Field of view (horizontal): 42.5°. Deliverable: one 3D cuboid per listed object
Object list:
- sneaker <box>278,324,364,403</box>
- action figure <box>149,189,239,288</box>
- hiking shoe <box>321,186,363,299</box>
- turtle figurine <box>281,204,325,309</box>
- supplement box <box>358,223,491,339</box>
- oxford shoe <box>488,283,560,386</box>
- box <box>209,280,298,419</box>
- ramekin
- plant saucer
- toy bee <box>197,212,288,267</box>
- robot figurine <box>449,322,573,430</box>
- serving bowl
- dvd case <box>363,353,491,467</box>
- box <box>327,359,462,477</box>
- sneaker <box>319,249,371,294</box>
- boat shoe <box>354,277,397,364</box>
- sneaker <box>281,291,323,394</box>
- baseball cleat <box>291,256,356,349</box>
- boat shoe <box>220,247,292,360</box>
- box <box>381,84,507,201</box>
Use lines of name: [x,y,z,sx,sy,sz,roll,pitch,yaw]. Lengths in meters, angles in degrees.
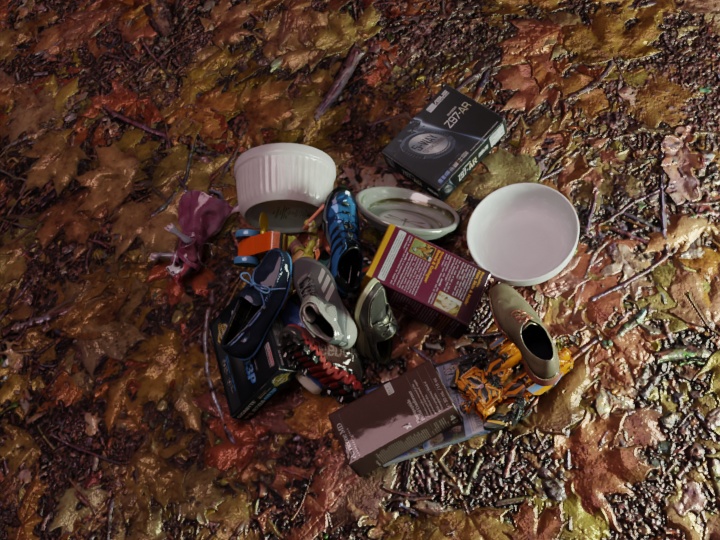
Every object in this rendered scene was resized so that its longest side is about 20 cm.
sneaker: [-0.062,0.141,1.586,0.070,0.200,0.099,-17,43,40]
action figure: [-0.332,-0.059,1.851,0.147,0.134,0.203,16,75,-22]
hiking shoe: [-0.021,-0.049,1.630,0.073,0.086,0.203,2,84,-29]
turtle figurine: [-0.110,-0.026,1.713,0.203,0.064,0.161,-70,20,-1]
supplement box: [0.111,0.020,1.610,0.198,0.086,0.111,26,68,1]
oxford shoe: [0.269,0.087,1.504,0.070,0.075,0.201,-23,54,-10]
box: [-0.194,0.140,1.658,0.159,0.046,0.202,-44,50,32]
ramekin: [-0.144,-0.150,1.769,0.197,0.200,0.107,-7,68,13]
plant saucer: [0.083,-0.095,1.709,0.197,0.051,0.201,10,24,-5]
toy bee: [-0.193,-0.043,1.728,0.199,0.108,0.133,20,95,41]
robot figurine: [0.244,0.171,1.529,0.199,0.059,0.145,-32,56,-14]
serving bowl: [0.291,-0.055,1.652,0.197,0.066,0.203,-8,59,13]
dvd case: [0.112,0.236,1.570,0.197,0.018,0.144,-19,57,7]
box: [0.057,0.243,1.530,0.198,0.075,0.101,-30,57,2]
sneaker: [0.000,0.000,1.708,0.197,0.071,0.081,7,68,23]
boat shoe: [0.032,0.090,1.576,0.065,0.202,0.072,29,57,20]
sneaker: [-0.089,0.118,1.664,0.111,0.077,0.201,-36,50,6]
baseball cleat: [-0.075,0.043,1.549,0.070,0.106,0.201,-46,57,14]
boat shoe: [-0.176,0.054,1.581,0.083,0.068,0.203,11,79,40]
box: [0.165,-0.252,1.817,0.200,0.044,0.160,-46,59,-11]
